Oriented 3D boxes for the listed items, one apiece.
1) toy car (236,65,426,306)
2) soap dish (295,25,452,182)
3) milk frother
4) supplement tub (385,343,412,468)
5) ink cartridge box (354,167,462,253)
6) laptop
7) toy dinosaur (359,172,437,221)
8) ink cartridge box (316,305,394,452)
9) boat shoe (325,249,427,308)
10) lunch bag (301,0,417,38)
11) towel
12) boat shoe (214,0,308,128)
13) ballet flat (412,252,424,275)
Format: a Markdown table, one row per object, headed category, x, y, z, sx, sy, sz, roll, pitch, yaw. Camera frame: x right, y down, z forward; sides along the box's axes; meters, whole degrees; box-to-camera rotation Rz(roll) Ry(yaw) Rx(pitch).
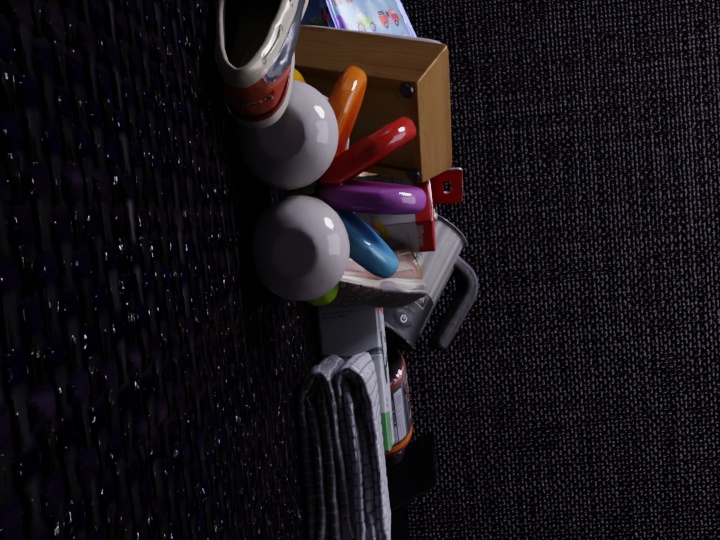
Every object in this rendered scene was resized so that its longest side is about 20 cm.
| category | x | y | z | sx | sy | sz | roll | pitch | yaw |
| --- | --- | --- | --- | --- | --- | --- | --- | --- | --- |
| toy car | -0.018 | -0.073 | 0.698 | 0.175 | 0.146 | 0.206 | -69 | 154 | -81 |
| soap dish | 0.003 | -0.185 | 0.912 | 0.160 | 0.195 | 0.082 | 82 | 29 | -44 |
| milk frother | 0.064 | 0.023 | 1.289 | 0.180 | 0.198 | 0.191 | 41 | 73 | -36 |
| supplement tub | 0.027 | 0.217 | 1.270 | 0.108 | 0.104 | 0.204 | -89 | 173 | -51 |
| ink cartridge box | 0.031 | -0.067 | 1.002 | 0.116 | 0.194 | 0.069 | 64 | 21 | -72 |
| laptop | 0.059 | 0.384 | 1.287 | 0.188 | 0.113 | 0.206 | -74 | 166 | -77 |
| toy dinosaur | 0.011 | -0.111 | 1.098 | 0.108 | 0.197 | 0.060 | -60 | -163 | -3 |
| ink cartridge box | -0.005 | 0.133 | 1.072 | 0.147 | 0.081 | 0.206 | 54 | 30 | -82 |
| boat shoe | 0.000 | 0.000 | 0.962 | 0.198 | 0.075 | 0.074 | 8 | 65 | -50 |
| lunch bag | -0.030 | -0.356 | 0.994 | 0.149 | 0.093 | 0.205 | -29 | 106 | -46 |
| towel | -0.016 | 0.198 | 0.883 | 0.166 | 0.083 | 0.206 | 25 | 59 | -87 |
| boat shoe | -0.078 | -0.208 | 0.612 | 0.063 | 0.069 | 0.205 | 70 | 20 | -63 |
| ballet flat | 0.000 | 0.000 | 1.116 | 0.074 | 0.197 | 0.070 | -9 | 91 | -41 |
